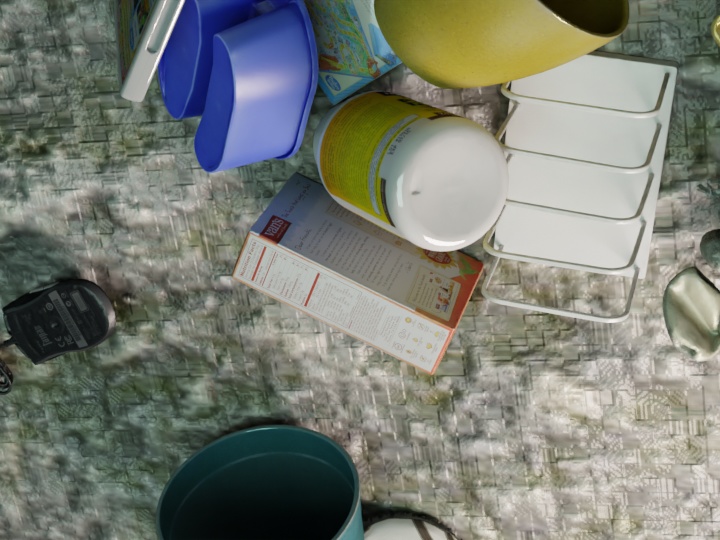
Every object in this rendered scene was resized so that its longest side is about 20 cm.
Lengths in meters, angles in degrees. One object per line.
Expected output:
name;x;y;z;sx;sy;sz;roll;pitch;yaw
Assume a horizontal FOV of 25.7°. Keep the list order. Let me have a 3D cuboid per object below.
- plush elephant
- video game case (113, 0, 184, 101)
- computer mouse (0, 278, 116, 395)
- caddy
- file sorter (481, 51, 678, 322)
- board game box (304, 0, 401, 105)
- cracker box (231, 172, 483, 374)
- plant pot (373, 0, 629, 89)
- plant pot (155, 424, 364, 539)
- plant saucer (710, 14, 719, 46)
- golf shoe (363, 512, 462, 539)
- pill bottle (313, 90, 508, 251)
plush elephant;0.339;0.013;1.284;0.164;0.200;0.155;-9;105;-19
video game case;-0.163;-0.265;1.306;0.024;0.200;0.182;15;122;-21
computer mouse;-0.333;0.031;1.588;0.200;0.046;0.141;-27;101;31
caddy;-0.097;-0.177;1.347;0.142;0.105;0.200;59;152;25
file sorter;0.180;-0.072;1.334;0.138;0.125;0.201;10;118;12
board game box;-0.024;-0.260;1.354;0.134;0.034;0.200;-28;105;27
cracker box;0.000;0.000;1.417;0.200;0.134;0.058;27;121;3
plant pot;0.093;-0.226;1.248;0.200;0.200;0.142;47;124;-9
plant pot;-0.082;0.290;1.561;0.199;0.200;0.188;0;130;17
plant saucer;0.416;-0.180;1.254;0.200;0.048;0.200;-34;102;27
golf shoe;0.082;0.312;1.570;0.200;0.095;0.078;24;121;6
pill bottle;0.033;-0.090;1.324;0.109;0.200;0.110;-7;108;-24
